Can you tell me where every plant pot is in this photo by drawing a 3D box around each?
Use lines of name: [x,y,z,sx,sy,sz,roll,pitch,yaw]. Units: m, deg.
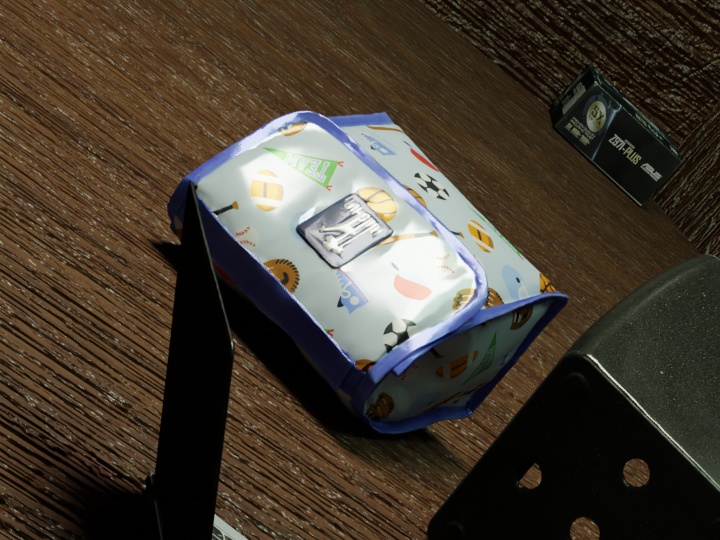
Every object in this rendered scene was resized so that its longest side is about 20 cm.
plant pot: [0.153,0.130,1.467,0.200,0.200,0.177,46,22,20]

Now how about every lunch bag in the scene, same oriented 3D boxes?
lunch bag: [0.000,0.000,1.596,0.170,0.124,0.200,45,24,19]

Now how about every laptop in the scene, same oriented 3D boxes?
laptop: [-0.021,0.095,1.095,0.200,0.116,0.187,39,11,-19]

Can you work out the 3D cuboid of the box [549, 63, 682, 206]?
box: [0.348,-0.188,3.863,0.164,0.086,0.200,42,10,-6]
